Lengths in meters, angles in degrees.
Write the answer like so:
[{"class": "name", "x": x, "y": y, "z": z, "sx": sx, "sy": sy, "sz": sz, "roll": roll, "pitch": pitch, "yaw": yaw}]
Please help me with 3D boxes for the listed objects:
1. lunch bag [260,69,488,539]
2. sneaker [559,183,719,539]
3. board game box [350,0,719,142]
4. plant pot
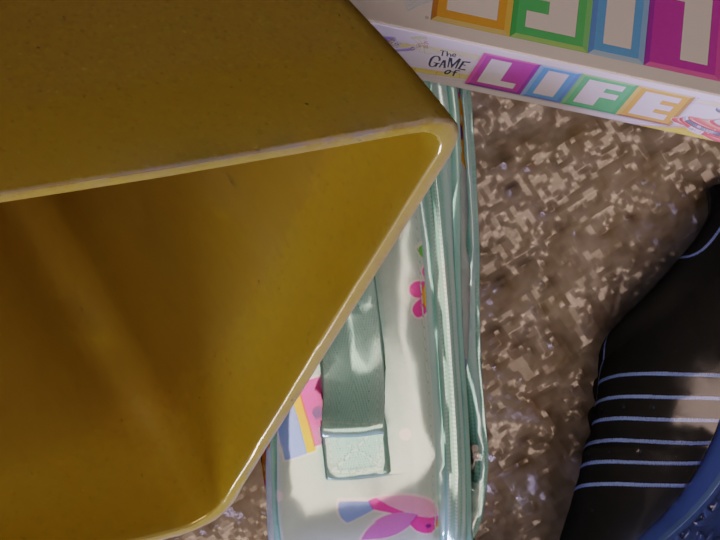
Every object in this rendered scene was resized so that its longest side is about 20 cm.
[{"class": "lunch bag", "x": 0.000, "y": 0.000, "z": 0.850, "sx": 0.077, "sy": 0.160, "sz": 0.200, "roll": -5, "pitch": 92, "yaw": -4}, {"class": "sneaker", "x": 0.110, "y": 0.064, "z": 0.929, "sx": 0.070, "sy": 0.078, "sz": 0.200, "roll": 26, "pitch": 98, "yaw": -43}, {"class": "board game box", "x": 0.072, "y": -0.114, "z": 0.785, "sx": 0.200, "sy": 0.034, "sz": 0.135, "roll": 11, "pitch": 70, "yaw": -9}, {"class": "plant pot", "x": -0.127, "y": -0.032, "z": 0.728, "sx": 0.200, "sy": 0.177, "sz": 0.200, "roll": -11, "pitch": 148, "yaw": -33}]
